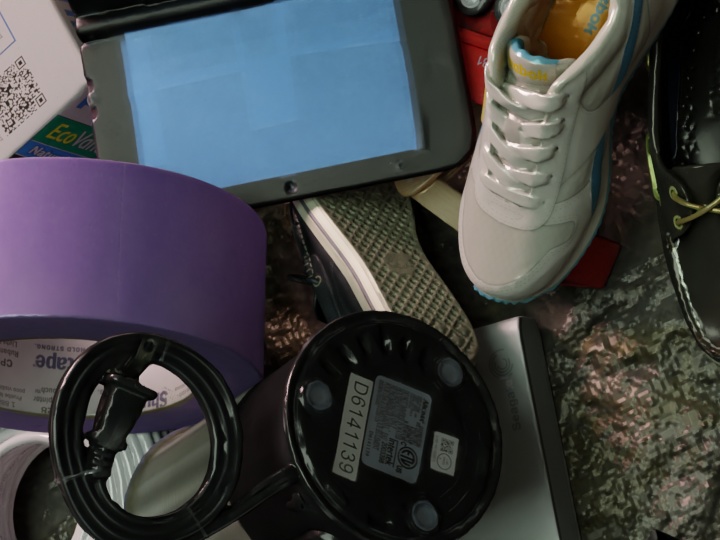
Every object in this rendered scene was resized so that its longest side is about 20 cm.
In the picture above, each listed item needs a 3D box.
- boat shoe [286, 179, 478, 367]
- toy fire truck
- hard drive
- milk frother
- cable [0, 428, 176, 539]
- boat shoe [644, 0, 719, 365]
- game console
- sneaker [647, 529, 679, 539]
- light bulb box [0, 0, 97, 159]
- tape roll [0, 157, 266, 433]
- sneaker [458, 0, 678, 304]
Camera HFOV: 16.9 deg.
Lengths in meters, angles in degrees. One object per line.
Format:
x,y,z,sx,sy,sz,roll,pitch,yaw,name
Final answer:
0.000,0.000,1.278,0.062,0.075,0.200,-61,41,34,boat shoe
0.055,-0.082,1.280,0.200,0.049,0.141,21,95,31,toy fire truck
0.015,0.113,1.296,0.200,0.026,0.132,-17,76,29,hard drive
-0.071,0.101,1.170,0.188,0.200,0.181,-36,20,53,milk frother
-0.175,0.134,1.382,0.200,0.069,0.200,8,88,31,cable
0.174,-0.050,1.198,0.072,0.061,0.202,-8,80,30,boat shoe
-0.056,-0.131,1.226,0.200,0.172,0.119,-11,51,7,game console
0.145,0.177,1.193,0.200,0.060,0.104,-4,76,31,sneaker
-0.226,-0.113,1.409,0.200,0.125,0.198,-38,66,20,light bulb box
-0.148,0.018,1.247,0.200,0.200,0.085,-11,66,30,tape roll
0.088,-0.079,1.182,0.076,0.081,0.200,25,106,29,sneaker
